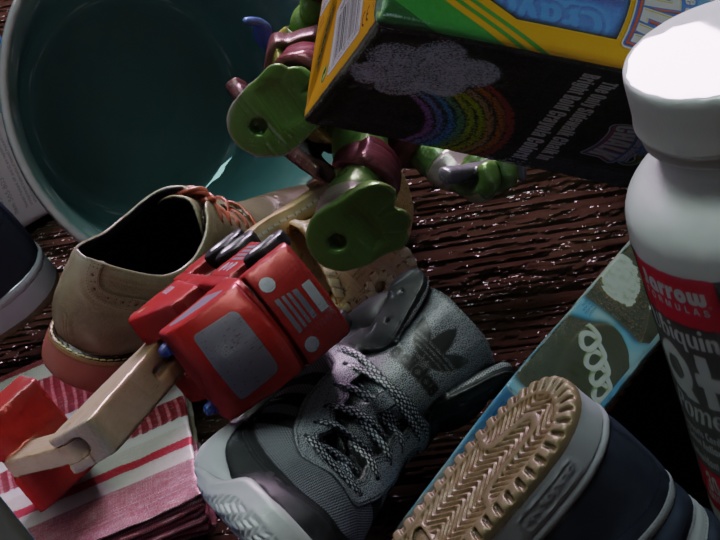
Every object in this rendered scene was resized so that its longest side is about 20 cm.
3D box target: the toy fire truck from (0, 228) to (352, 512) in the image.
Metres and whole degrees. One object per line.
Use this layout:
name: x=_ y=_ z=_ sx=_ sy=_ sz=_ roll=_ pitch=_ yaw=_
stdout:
toy fire truck: x=-0.087 y=0.044 z=1.158 sx=0.141 sy=0.049 sz=0.200 roll=-39 pitch=9 yaw=-9

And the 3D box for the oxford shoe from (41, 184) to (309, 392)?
oxford shoe: x=-0.067 y=-0.008 z=1.323 sx=0.070 sy=0.075 sz=0.200 roll=27 pitch=36 yaw=26

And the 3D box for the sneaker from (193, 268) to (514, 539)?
sneaker: x=0.000 y=0.059 z=1.115 sx=0.114 sy=0.075 sz=0.200 roll=-42 pitch=6 yaw=9

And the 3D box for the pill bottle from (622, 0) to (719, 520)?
pill bottle: x=0.162 y=0.002 z=1.037 sx=0.111 sy=0.200 sz=0.111 roll=-15 pitch=28 yaw=8

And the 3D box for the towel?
towel: x=-0.142 y=0.092 z=1.286 sx=0.144 sy=0.023 sz=0.200 roll=-22 pitch=25 yaw=2

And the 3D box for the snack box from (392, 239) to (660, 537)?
snack box: x=0.097 y=0.031 z=1.134 sx=0.200 sy=0.037 sz=0.116 roll=-46 pitch=-7 yaw=-42

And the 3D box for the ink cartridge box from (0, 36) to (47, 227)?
ink cartridge box: x=-0.273 y=-0.044 z=1.519 sx=0.200 sy=0.115 sz=0.068 roll=-33 pitch=26 yaw=-23

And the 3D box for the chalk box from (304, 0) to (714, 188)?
chalk box: x=0.092 y=-0.118 z=1.164 sx=0.200 sy=0.124 sz=0.125 roll=10 pitch=-19 yaw=-13

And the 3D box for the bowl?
bowl: x=-0.105 y=-0.091 z=1.439 sx=0.201 sy=0.201 sz=0.105 roll=-33 pitch=11 yaw=-22

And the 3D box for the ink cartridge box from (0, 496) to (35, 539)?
ink cartridge box: x=-0.220 y=0.134 z=1.103 sx=0.147 sy=0.145 sz=0.200 roll=-44 pitch=33 yaw=-17

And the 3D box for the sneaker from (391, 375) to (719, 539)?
sneaker: x=0.048 y=0.141 z=1.025 sx=0.200 sy=0.108 sz=0.070 roll=-48 pitch=26 yaw=14

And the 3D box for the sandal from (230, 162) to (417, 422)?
sandal: x=-0.003 y=-0.005 z=1.299 sx=0.070 sy=0.078 sz=0.212 roll=-18 pitch=20 yaw=29

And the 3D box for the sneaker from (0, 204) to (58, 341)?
sneaker: x=-0.259 y=0.018 z=1.371 sx=0.200 sy=0.109 sz=0.070 roll=-33 pitch=35 yaw=-5

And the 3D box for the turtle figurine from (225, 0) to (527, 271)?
turtle figurine: x=0.024 y=-0.096 z=1.282 sx=0.200 sy=0.144 sz=0.194 roll=6 pitch=29 yaw=10
